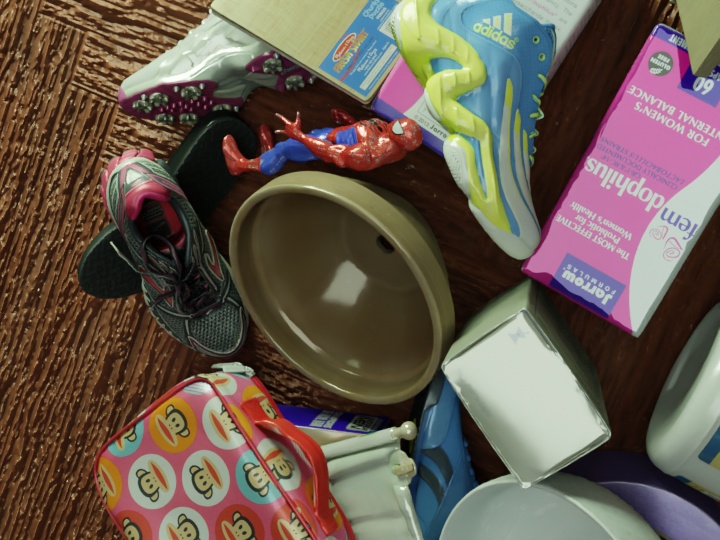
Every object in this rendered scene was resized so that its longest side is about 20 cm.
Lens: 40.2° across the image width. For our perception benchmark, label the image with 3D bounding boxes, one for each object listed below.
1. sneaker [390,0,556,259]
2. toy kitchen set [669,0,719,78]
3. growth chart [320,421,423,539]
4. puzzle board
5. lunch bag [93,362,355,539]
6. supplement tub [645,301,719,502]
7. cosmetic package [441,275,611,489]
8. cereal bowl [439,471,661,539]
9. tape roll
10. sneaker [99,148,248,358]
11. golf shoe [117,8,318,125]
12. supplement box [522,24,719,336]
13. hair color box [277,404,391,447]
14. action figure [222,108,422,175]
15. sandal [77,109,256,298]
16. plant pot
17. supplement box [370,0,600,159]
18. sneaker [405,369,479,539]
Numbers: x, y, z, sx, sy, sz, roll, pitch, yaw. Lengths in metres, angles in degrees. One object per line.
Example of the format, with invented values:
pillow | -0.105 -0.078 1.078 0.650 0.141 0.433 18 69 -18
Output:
sneaker | 0.101 -0.113 0.677 0.104 0.076 0.201 -26 90 13
toy kitchen set | 0.312 -0.244 0.637 0.162 0.181 0.202 7 57 -10
growth chart | 0.012 0.223 0.767 0.144 0.018 0.202 -16 86 46
puzzle board | -0.001 -0.242 0.776 0.150 0.017 0.201 32 77 11
lunch bag | -0.100 0.180 0.773 0.176 0.082 0.201 -38 78 21
supplement tub | 0.329 0.123 0.720 0.199 0.145 0.146 28 101 8
cosmetic package | 0.125 0.073 0.730 0.073 0.200 0.104 -35 88 13
cereal bowl | 0.151 0.236 0.697 0.199 0.083 0.202 13 108 45
tape roll | 0.208 0.254 0.792 0.198 0.085 0.202 1 95 12
sneaker | -0.152 0.000 0.813 0.080 0.075 0.201 -32 123 -8
golf shoe | -0.115 -0.185 0.831 0.198 0.075 0.092 -15 72 15
supplement box | 0.214 -0.066 0.740 0.101 0.103 0.201 29 103 9
hair color box | -0.077 0.177 0.857 0.198 0.065 0.110 4 96 10
action figure | -0.028 -0.100 0.761 0.199 0.065 0.052 7 109 45
sandal | -0.169 -0.056 0.857 0.201 0.075 0.048 -47 41 2
plant pot | 0.000 0.000 0.785 0.200 0.093 0.202 23 134 26
supplement box | 0.109 -0.183 0.757 0.101 0.103 0.201 35 104 7
sneaker | 0.073 0.177 0.827 0.078 0.066 0.202 6 98 0
